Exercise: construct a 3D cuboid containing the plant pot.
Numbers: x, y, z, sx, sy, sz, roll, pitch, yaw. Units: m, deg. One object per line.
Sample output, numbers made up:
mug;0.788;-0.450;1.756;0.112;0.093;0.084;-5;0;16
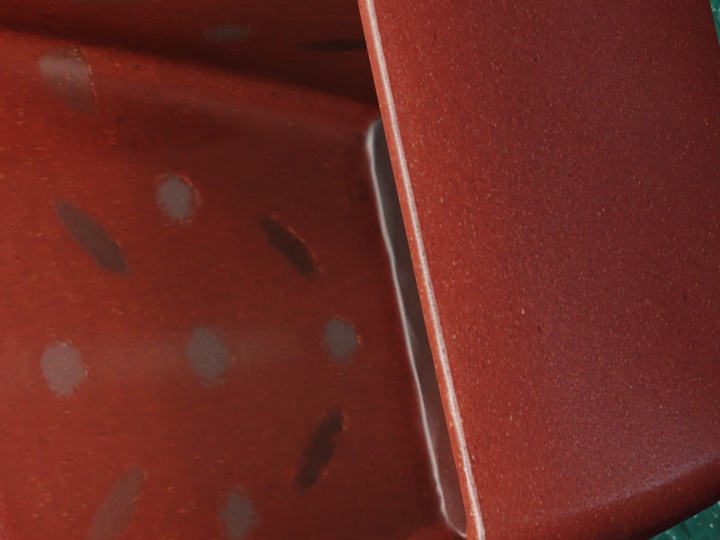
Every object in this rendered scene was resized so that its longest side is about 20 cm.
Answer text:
plant pot;0.000;0.000;0.764;0.176;0.199;0.201;1;73;-45
